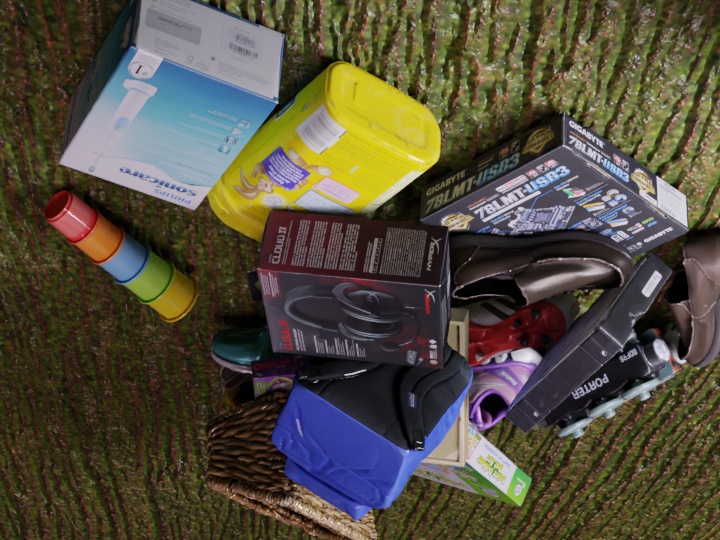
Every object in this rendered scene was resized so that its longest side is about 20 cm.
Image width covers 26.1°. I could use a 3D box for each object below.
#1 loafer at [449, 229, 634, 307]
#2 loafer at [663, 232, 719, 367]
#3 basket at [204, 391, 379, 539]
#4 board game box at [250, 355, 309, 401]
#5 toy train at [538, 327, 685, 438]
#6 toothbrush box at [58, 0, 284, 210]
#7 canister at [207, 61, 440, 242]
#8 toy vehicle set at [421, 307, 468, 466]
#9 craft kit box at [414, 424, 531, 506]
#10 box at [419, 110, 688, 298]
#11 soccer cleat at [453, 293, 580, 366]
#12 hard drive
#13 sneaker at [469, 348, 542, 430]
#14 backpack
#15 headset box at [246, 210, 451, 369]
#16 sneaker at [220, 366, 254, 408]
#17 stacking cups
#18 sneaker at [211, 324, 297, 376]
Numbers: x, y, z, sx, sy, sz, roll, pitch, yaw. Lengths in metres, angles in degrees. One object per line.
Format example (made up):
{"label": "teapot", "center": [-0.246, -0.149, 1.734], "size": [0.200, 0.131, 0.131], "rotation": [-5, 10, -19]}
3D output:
{"label": "loafer", "center": [0.179, 0.008, 1.589], "size": [0.198, 0.072, 0.073], "rotation": [-1, 147, 11]}
{"label": "loafer", "center": [0.364, 0.027, 1.691], "size": [0.070, 0.073, 0.201], "rotation": [6, 137, 5]}
{"label": "basket", "center": [-0.089, 0.257, 1.811], "size": [0.142, 0.150, 0.200], "rotation": [-24, 145, 22]}
{"label": "board game box", "center": [-0.065, 0.159, 1.827], "size": [0.119, 0.032, 0.200], "rotation": [-9, 148, -8]}
{"label": "toy train", "center": [0.292, 0.127, 1.818], "size": [0.200, 0.086, 0.114], "rotation": [-36, 165, 38]}
{"label": "toothbrush box", "center": [-0.178, -0.158, 1.454], "size": [0.146, 0.086, 0.200], "rotation": [18, 143, -21]}
{"label": "canister", "center": [-0.035, -0.104, 1.520], "size": [0.148, 0.087, 0.200], "rotation": [26, 139, -28]}
{"label": "toy vehicle set", "center": [0.060, 0.129, 1.761], "size": [0.123, 0.027, 0.201], "rotation": [6, 122, 13]}
{"label": "craft kit box", "center": [0.085, 0.219, 1.948], "size": [0.199, 0.049, 0.197], "rotation": [11, 161, 40]}
{"label": "box", "center": [0.197, -0.062, 1.588], "size": [0.198, 0.050, 0.199], "rotation": [30, 139, -32]}
{"label": "soccer cleat", "center": [0.156, 0.062, 1.758], "size": [0.199, 0.085, 0.069], "rotation": [-13, 101, 38]}
{"label": "hard drive", "center": [0.240, 0.078, 1.653], "size": [0.038, 0.140, 0.200], "rotation": [40, 140, 2]}
{"label": "sneaker", "center": [0.127, 0.152, 1.878], "size": [0.199, 0.089, 0.080], "rotation": [-14, 145, 30]}
{"label": "backpack", "center": [0.011, 0.147, 1.651], "size": [0.162, 0.200, 0.168], "rotation": [34, 129, 9]}
{"label": "headset box", "center": [-0.012, 0.019, 1.538], "size": [0.198, 0.078, 0.149], "rotation": [5, 145, 7]}
{"label": "sneaker", "center": [-0.073, 0.134, 1.880], "size": [0.198, 0.083, 0.078], "rotation": [-3, 146, 10]}
{"label": "stacking cups", "center": [-0.260, -0.016, 1.699], "size": [0.060, 0.061, 0.200], "rotation": [-18, 140, 30]}
{"label": "sneaker", "center": [-0.079, 0.072, 1.818], "size": [0.198, 0.078, 0.080], "rotation": [-6, 126, 7]}
